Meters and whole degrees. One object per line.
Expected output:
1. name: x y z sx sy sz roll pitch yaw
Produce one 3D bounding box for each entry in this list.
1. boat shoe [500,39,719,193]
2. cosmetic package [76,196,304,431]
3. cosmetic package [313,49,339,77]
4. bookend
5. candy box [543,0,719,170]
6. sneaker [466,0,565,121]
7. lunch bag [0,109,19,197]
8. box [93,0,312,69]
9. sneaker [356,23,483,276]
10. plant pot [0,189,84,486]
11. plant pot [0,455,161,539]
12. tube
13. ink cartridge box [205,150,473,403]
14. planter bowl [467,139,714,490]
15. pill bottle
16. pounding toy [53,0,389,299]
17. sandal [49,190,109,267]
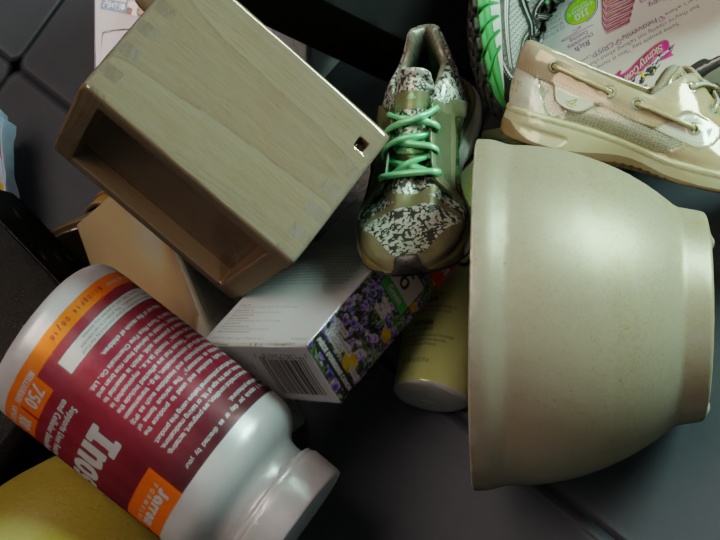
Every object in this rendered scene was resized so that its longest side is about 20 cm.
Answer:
1. boat shoe: 0.185 -0.089 0.909 0.198 0.072 0.066 15 102 8
2. cosmetic package: -0.124 0.036 1.092 0.071 0.105 0.201 -37 50 12
3. cosmetic package: -0.095 -0.233 1.206 0.085 0.108 0.200 -47 51 1
4. bookend: 0.004 -0.250 1.024 0.092 0.199 0.201 2 78 51
5. candy box: 0.178 -0.177 1.014 0.136 0.061 0.202 -27 53 23
6. sneaker: 0.113 -0.191 0.980 0.084 0.078 0.202 7 83 4
7. lunch bag: -0.380 -0.042 1.300 0.198 0.127 0.171 -22 58 17
8. box: -0.111 -0.164 1.085 0.154 0.041 0.202 -3 82 7
9. sneaker: 0.030 -0.078 0.938 0.076 0.089 0.201 -6 41 12
10. plant pot: -0.281 0.048 1.096 0.177 0.200 0.200 -45 88 1
11. plant pot: -0.173 0.197 1.008 0.199 0.201 0.142 3 44 36
12. tube: 0.062 -0.008 1.021 0.057 0.052 0.202 14 65 -2
13. ink cartridge box: 0.000 0.000 0.994 0.108 0.051 0.200 -2 38 49
14. planter bowl: 0.131 0.025 0.877 0.133 0.201 0.202 0 64 7
15. pill bottle: -0.116 0.096 0.936 0.199 0.113 0.113 36 90 8
16. pounding toy: -0.096 -0.100 0.969 0.143 0.184 0.200 -52 8 -18
17. sandal: -0.179 -0.041 1.193 0.199 0.080 0.054 -35 36 14
